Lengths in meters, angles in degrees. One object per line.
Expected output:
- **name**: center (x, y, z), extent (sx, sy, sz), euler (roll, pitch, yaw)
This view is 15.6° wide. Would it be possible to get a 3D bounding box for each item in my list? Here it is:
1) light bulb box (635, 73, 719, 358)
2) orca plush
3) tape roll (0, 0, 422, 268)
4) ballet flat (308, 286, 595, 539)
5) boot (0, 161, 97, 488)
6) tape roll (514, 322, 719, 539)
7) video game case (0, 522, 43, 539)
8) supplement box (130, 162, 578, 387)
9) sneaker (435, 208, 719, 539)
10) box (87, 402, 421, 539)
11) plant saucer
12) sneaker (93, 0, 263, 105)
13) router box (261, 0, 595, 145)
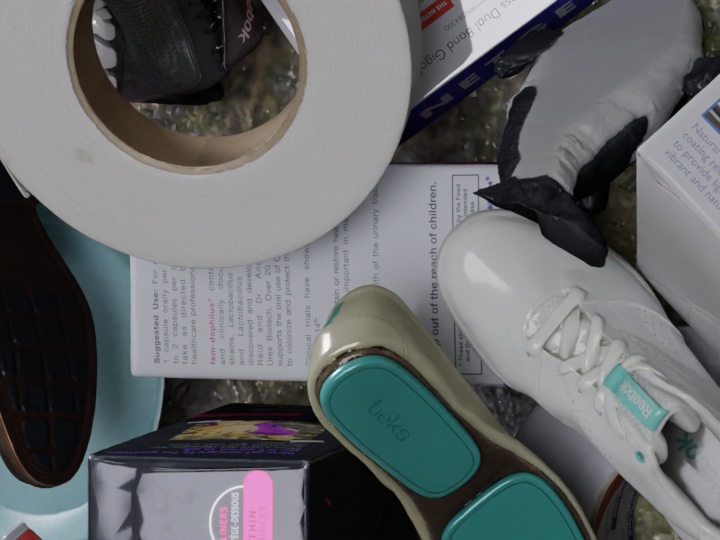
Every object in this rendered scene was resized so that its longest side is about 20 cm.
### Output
- **light bulb box**: center (0.221, -0.047, 1.057), extent (0.200, 0.198, 0.125), euler (-42, 77, -4)
- **orca plush**: center (0.110, -0.051, 1.153), extent (0.105, 0.200, 0.071), euler (-4, 121, 12)
- **tape roll**: center (-0.073, -0.097, 1.146), extent (0.201, 0.037, 0.204), euler (4, 117, 8)
- **ballet flat**: center (0.044, 0.085, 1.149), extent (0.069, 0.070, 0.200), euler (-22, 122, 23)
- **boot**: center (-0.190, 0.024, 1.298), extent (0.097, 0.074, 0.201), euler (-31, 64, 40)
- **tape roll**: center (0.163, 0.122, 1.195), extent (0.199, 0.066, 0.202), euler (1, 93, 22)
- **video game case**: center (-0.107, 0.226, 1.298), extent (0.200, 0.017, 0.143), euler (40, 147, 16)
- **supplement box**: center (0.000, 0.000, 1.238), extent (0.199, 0.101, 0.104), euler (-1, 93, 23)
- **sneaker**: center (0.113, 0.048, 1.111), extent (0.200, 0.088, 0.075), euler (44, 94, 4)
- **box**: center (-0.041, 0.131, 1.206), extent (0.105, 0.200, 0.123), euler (1, 95, 17)
- **plant saucer**: center (-0.170, 0.050, 1.337), extent (0.199, 0.036, 0.201), euler (-1, 88, 33)
- **sneaker**: center (-0.088, -0.133, 1.238), extent (0.090, 0.200, 0.067), euler (10, 65, -3)
- **router box**: center (0.034, -0.183, 1.219), extent (0.200, 0.049, 0.180), euler (-35, 79, 9)
